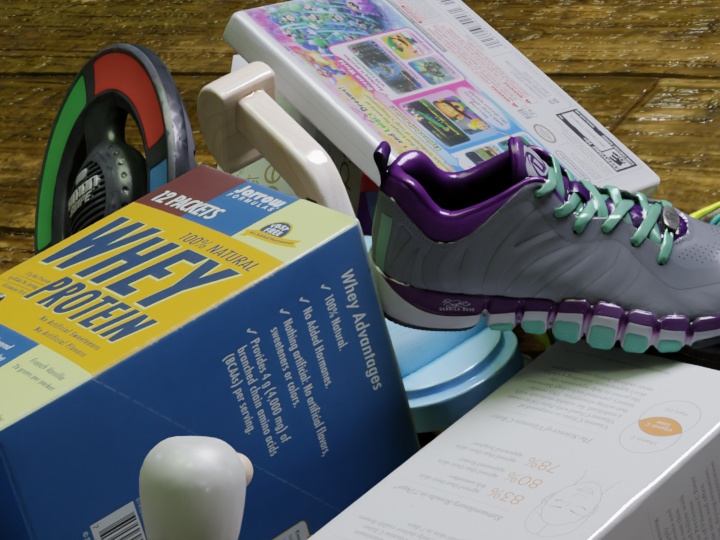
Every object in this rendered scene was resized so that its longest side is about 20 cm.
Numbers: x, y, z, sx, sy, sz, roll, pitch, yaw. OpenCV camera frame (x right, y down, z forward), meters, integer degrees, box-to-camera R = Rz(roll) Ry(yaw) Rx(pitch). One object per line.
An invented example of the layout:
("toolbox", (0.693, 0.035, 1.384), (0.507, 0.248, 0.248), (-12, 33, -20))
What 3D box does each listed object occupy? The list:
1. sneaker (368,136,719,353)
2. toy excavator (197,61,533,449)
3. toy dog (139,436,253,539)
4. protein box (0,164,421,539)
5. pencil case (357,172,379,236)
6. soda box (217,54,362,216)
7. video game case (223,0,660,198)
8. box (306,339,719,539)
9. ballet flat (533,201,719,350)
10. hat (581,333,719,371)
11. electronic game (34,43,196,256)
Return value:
("sneaker", (0.101, -0.017, 1.047), (0.198, 0.088, 0.075), (0, 36, 1))
("toy excavator", (0.000, 0.000, 1.200), (0.100, 0.201, 0.194), (-28, 30, -24))
("toy dog", (-0.045, 0.164, 0.957), (0.131, 0.201, 0.096), (28, 27, 24))
("protein box", (-0.091, 0.091, 1.081), (0.199, 0.200, 0.135), (-31, 30, -28))
("pencil case", (0.038, -0.033, 1.384), (0.199, 0.089, 0.089), (-16, 26, 7))
("soda box", (-0.045, -0.023, 1.310), (0.063, 0.068, 0.201), (-4, 66, 24))
("video game case", (0.048, -0.090, 1.284), (0.200, 0.024, 0.182), (44, 36, 21))
("box", (0.084, 0.128, 1.020), (0.124, 0.098, 0.200), (13, 38, 45))
("ballet flat", (0.185, -0.003, 1.263), (0.199, 0.067, 0.067), (-20, 11, -3))
("hat", (0.160, 0.037, 1.151), (0.199, 0.081, 0.201), (10, 17, -3))
("electronic game", (-0.153, -0.038, 1.401), (0.041, 0.201, 0.200), (6, 13, -30))
